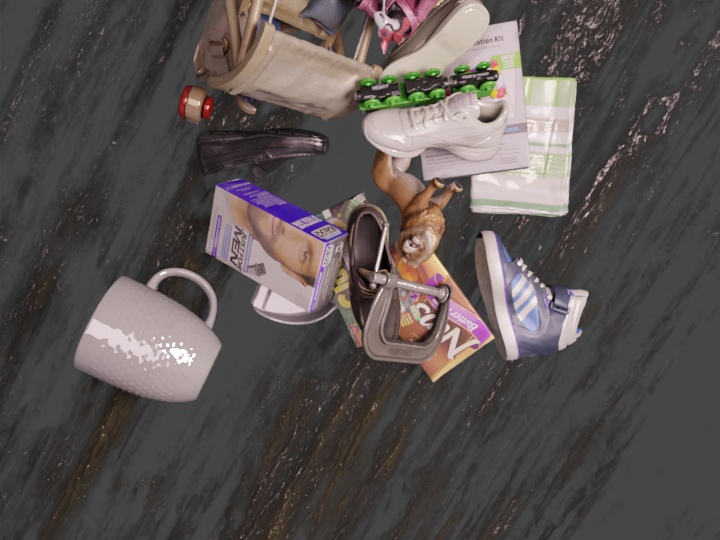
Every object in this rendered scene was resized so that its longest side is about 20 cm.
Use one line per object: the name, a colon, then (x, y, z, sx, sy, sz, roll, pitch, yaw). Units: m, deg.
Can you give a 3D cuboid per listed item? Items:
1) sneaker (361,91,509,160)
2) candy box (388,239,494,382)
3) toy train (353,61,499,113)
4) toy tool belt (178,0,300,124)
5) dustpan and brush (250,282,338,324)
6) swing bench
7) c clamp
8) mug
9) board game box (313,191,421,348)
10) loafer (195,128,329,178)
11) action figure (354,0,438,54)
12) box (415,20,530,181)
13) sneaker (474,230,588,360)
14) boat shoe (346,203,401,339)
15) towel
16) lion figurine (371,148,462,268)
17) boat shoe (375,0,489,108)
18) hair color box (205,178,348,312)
sneaker: (0.100, -0.199, 0.874, 0.198, 0.100, 0.076, -2, 58, -15)
candy box: (0.096, 0.051, 1.006, 0.116, 0.056, 0.201, -35, 93, 6)
toy train: (0.087, -0.242, 0.897, 0.198, 0.056, 0.042, -10, 81, -5)
toy tool belt: (-0.164, -0.288, 0.931, 0.122, 0.125, 0.202, 18, 81, -5)
dustpan and brush: (-0.057, 0.033, 1.006, 0.198, 0.057, 0.141, 22, 98, -2)
swing bench: (-0.076, -0.315, 0.866, 0.129, 0.198, 0.203, 3, 90, 44)
c clamp: (0.069, 0.046, 0.906, 0.027, 0.199, 0.173, 18, 88, 42)
mug: (-0.292, 0.090, 0.992, 0.174, 0.148, 0.201, 27, 68, -8)
board game box: (0.000, 0.000, 0.967, 0.104, 0.023, 0.202, -25, 90, 8)
loafer: (-0.142, -0.171, 0.980, 0.198, 0.068, 0.071, -1, 106, 7)
action figure: (0.048, -0.359, 0.849, 0.132, 0.149, 0.202, 7, 77, 17)
box: (0.156, -0.238, 0.956, 0.154, 0.041, 0.202, -5, 94, 12)
sneaker: (0.259, 0.026, 0.992, 0.145, 0.081, 0.202, -14, 94, -5)
boat shoe: (0.013, 0.009, 0.918, 0.074, 0.073, 0.202, -11, 92, 5)
towel: (0.239, -0.182, 0.983, 0.147, 0.031, 0.203, 3, 98, 1)
lion figurine: (0.064, -0.112, 0.948, 0.123, 0.072, 0.201, -50, 54, 35)
boat shoe: (0.084, -0.298, 0.915, 0.201, 0.061, 0.072, -37, 136, 25)
hair color box: (-0.122, -0.039, 0.947, 0.199, 0.065, 0.110, 27, 118, 22)
